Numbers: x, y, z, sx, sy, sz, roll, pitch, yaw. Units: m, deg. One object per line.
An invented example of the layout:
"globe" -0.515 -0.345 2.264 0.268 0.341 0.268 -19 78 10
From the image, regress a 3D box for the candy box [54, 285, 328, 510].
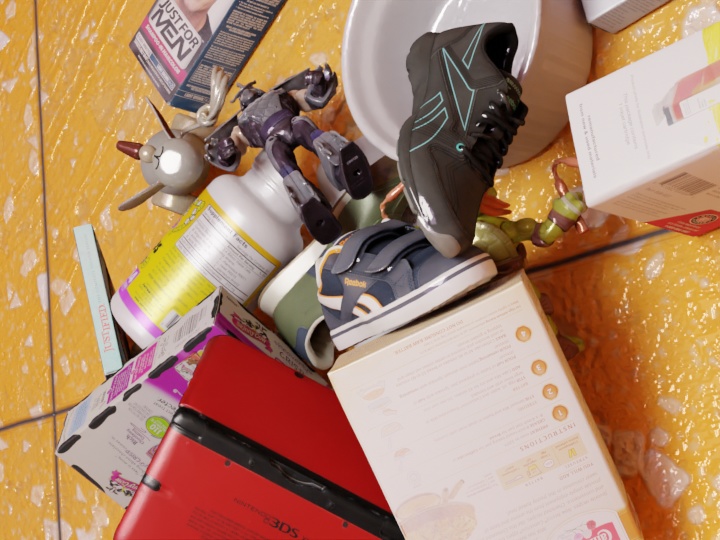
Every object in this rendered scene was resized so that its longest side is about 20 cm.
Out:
"candy box" -0.142 0.125 1.264 0.199 0.136 0.061 -38 24 21

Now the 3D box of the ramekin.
"ramekin" 0.087 -0.176 1.175 0.199 0.097 0.204 -9 77 41

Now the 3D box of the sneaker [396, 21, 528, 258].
"sneaker" 0.073 -0.101 1.035 0.078 0.075 0.202 -16 50 24

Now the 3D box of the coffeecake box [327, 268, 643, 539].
"coffeecake box" 0.089 0.125 1.052 0.152 0.073 0.202 -25 93 10

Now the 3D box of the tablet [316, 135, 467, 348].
"tablet" 0.025 -0.024 1.266 0.129 0.014 0.203 -28 65 37

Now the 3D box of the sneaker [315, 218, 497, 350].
"sneaker" 0.021 0.002 1.092 0.199 0.078 0.080 -25 89 57

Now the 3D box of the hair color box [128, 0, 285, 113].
"hair color box" -0.134 -0.259 1.418 0.201 0.060 0.100 -53 53 22

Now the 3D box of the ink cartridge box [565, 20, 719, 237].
"ink cartridge box" 0.258 -0.102 0.973 0.199 0.144 0.085 -23 66 38

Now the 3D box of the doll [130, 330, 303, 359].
"doll" -0.138 0.081 1.376 0.198 0.048 0.138 0 75 41

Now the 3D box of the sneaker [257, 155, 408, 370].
"sneaker" 0.000 0.000 1.239 0.200 0.067 0.090 -48 63 27

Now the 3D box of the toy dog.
"toy dog" -0.185 -0.108 1.367 0.200 0.095 0.134 114 170 -70

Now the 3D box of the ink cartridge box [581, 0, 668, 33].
"ink cartridge box" 0.230 -0.311 1.102 0.199 0.043 0.199 -29 64 38

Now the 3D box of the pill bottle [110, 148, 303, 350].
"pill bottle" -0.121 -0.011 1.308 0.200 0.104 0.104 -48 53 4

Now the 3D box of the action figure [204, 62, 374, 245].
"action figure" -0.059 -0.111 1.231 0.130 0.069 0.200 -43 44 1

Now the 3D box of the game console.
"game console" -0.064 0.172 1.136 0.174 0.198 0.119 -62 5 1

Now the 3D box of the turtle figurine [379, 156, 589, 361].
"turtle figurine" 0.111 -0.005 1.100 0.198 0.064 0.163 -10 114 33

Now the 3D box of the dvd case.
"dvd case" -0.233 0.064 1.396 0.022 0.201 0.148 -14 66 -6
